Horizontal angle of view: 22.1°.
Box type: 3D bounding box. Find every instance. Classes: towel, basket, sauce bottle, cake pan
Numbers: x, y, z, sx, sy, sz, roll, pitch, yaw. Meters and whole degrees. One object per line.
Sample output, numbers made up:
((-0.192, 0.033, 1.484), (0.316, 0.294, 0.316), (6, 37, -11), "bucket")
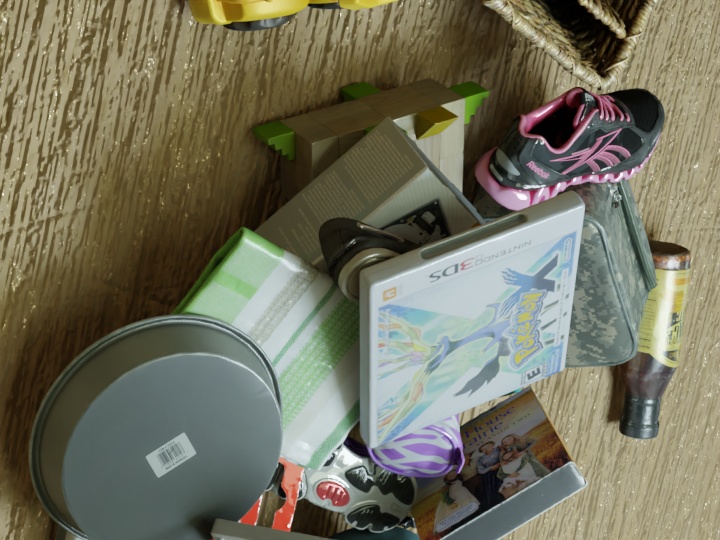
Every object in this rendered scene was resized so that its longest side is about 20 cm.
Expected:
((-0.063, 0.061, 1.413), (0.200, 0.031, 0.149), (32, 102, -37), "towel")
((0.181, -0.273, 1.553), (0.143, 0.149, 0.200), (-39, 139, 19), "basket")
((0.296, 0.072, 1.881), (0.066, 0.066, 0.200), (-11, 112, -43), "sauce bottle")
((-0.144, 0.129, 1.364), (0.200, 0.037, 0.200), (-12, 120, -22), "cake pan")

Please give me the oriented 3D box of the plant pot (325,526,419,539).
((0.010, 0.299, 1.593), (0.135, 0.200, 0.200), (-64, 143, -45), "plant pot")

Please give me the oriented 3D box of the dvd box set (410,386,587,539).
((0.109, 0.176, 1.591), (0.146, 0.200, 0.029), (-31, 105, 4), "dvd box set")

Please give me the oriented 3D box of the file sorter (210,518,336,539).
((-0.042, 0.299, 1.403), (0.200, 0.139, 0.125), (73, 29, -52), "file sorter")

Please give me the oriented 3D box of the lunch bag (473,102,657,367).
((0.191, -0.034, 1.690), (0.168, 0.139, 0.200), (-70, 147, -46), "lunch bag")

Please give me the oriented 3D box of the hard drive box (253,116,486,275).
((0.000, 0.000, 1.473), (0.200, 0.077, 0.156), (-41, 137, 7), "hard drive box")

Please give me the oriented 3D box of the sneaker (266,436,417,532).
((-0.046, 0.158, 1.559), (0.200, 0.083, 0.081), (36, 87, -29), "sneaker")

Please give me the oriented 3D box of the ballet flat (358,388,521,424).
((0.073, 0.093, 1.670), (0.200, 0.068, 0.072), (-13, 98, -38), "ballet flat")

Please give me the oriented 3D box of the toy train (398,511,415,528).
((0.105, 0.183, 1.744), (0.200, 0.034, 0.046), (-32, 121, -35), "toy train")

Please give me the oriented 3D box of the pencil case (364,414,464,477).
((0.057, 0.080, 1.570), (0.084, 0.085, 0.200), (109, -4, -51), "pencil case")

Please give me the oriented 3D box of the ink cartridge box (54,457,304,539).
((-0.132, 0.179, 1.449), (0.200, 0.050, 0.162), (10, 96, -25), "ink cartridge box")

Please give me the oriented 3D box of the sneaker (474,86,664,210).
((0.191, -0.121, 1.565), (0.200, 0.079, 0.095), (-25, 150, -33), "sneaker")

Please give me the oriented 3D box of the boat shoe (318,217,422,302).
((0.043, 0.006, 1.417), (0.067, 0.057, 0.200), (-46, 141, 17), "boat shoe")

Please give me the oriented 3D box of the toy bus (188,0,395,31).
((-0.009, -0.247, 1.373), (0.200, 0.192, 0.136), (-23, 120, -37), "toy bus")

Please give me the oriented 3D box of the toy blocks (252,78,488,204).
((0.011, -0.072, 1.531), (0.200, 0.100, 0.137), (-18, 125, -29), "toy blocks")

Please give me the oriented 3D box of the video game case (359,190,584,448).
((0.084, 0.041, 1.419), (0.182, 0.022, 0.200), (-21, 142, -17), "video game case")
